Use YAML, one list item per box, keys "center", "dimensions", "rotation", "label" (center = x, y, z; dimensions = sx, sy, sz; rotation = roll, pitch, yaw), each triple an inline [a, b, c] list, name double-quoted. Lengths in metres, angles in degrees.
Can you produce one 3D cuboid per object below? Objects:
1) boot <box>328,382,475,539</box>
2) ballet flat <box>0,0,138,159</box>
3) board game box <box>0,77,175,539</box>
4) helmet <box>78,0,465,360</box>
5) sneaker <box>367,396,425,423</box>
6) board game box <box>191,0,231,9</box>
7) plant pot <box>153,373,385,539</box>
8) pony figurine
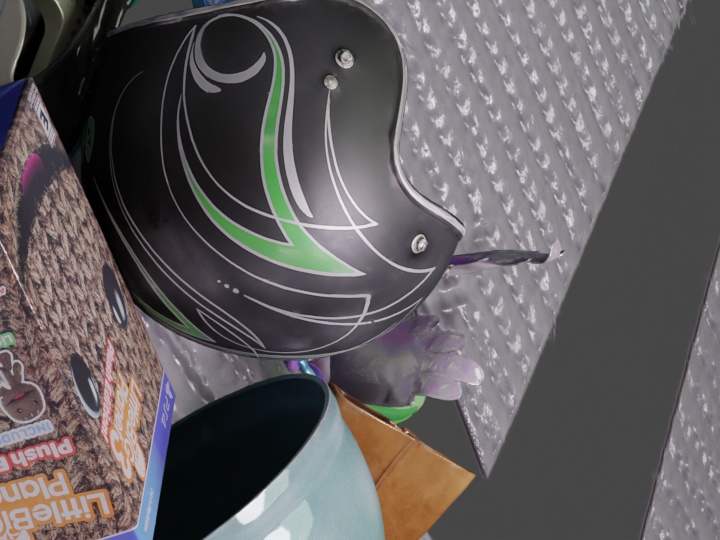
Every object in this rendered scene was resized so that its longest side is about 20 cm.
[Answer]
- center: [-0.004, 0.191, 1.508]
  dimensions: [0.188, 0.068, 0.200]
  rotation: [38, 87, -15]
  label: "boot"
- center: [-0.158, -0.149, 1.442]
  dimensions: [0.068, 0.068, 0.200]
  rotation: [43, 47, -31]
  label: "ballet flat"
- center: [-0.177, 0.034, 1.283]
  dimensions: [0.159, 0.097, 0.200]
  rotation: [-88, 159, -62]
  label: "board game box"
- center: [-0.048, -0.045, 1.393]
  dimensions: [0.200, 0.200, 0.191]
  rotation: [-10, 91, -61]
  label: "helmet"
- center: [0.000, 0.023, 1.664]
  dimensions: [0.200, 0.083, 0.074]
  rotation: [63, 35, -33]
  label: "sneaker"
- center: [-0.064, -0.197, 1.572]
  dimensions: [0.200, 0.047, 0.151]
  rotation: [-61, 138, -72]
  label: "board game box"
- center: [-0.065, 0.167, 1.372]
  dimensions: [0.134, 0.200, 0.200]
  rotation: [56, 37, -16]
  label: "plant pot"
- center: [0.000, 0.000, 1.555]
  dimensions: [0.167, 0.193, 0.200]
  rotation: [-44, 115, -44]
  label: "pony figurine"
